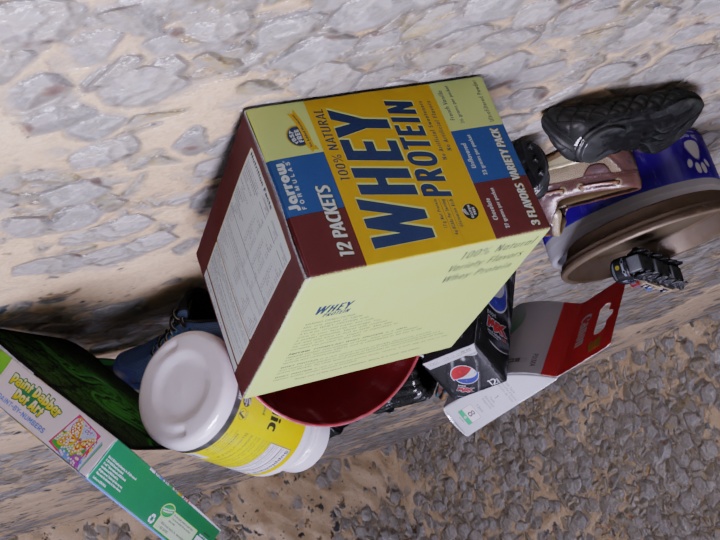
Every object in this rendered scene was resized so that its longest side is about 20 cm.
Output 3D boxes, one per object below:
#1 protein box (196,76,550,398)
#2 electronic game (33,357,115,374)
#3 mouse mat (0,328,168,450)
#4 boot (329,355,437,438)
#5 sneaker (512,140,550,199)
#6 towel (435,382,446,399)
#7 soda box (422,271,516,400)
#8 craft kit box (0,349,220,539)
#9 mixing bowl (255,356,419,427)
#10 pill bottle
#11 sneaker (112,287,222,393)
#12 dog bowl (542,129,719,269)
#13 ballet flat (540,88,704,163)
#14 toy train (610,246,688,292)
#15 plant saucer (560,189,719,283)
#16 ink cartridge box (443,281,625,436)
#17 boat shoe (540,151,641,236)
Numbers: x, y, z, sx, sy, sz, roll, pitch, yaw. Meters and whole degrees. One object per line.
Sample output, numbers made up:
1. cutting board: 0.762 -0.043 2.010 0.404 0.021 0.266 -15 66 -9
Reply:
1. protein box: 0.000 -0.023 0.874 0.196 0.137 0.201 -12 156 -25
2. electronic game: -0.256 0.132 1.242 0.196 0.042 0.200 10 -170 -2
3. mouse mat: -0.254 0.114 1.105 0.008 0.199 0.161 -56 161 3
4. boot: 0.017 0.108 1.419 0.156 0.213 0.080 -27 124 19
5. sneaker: 0.095 -0.054 1.087 0.198 0.067 0.090 -25 163 18
6. towel: 0.134 0.054 1.377 0.021 0.203 0.147 22 170 7
7. soda box: 0.120 0.036 1.226 0.070 0.202 0.063 -25 124 30
8. craft kit box: -0.242 0.166 1.035 0.049 0.196 0.201 -53 144 -18
9. mixing bowl: -0.048 0.032 1.042 0.197 0.204 0.108 -11 -173 -25
10. pill bottle: -0.114 0.138 1.121 0.110 0.113 0.199 -23 151 22
11. sneaker: -0.174 0.061 1.183 0.197 0.090 0.079 -23 -150 15
12. dog bowl: 0.287 -0.074 1.237 0.197 0.080 0.200 -17 167 -4
13. ballet flat: 0.241 -0.138 1.020 0.198 0.057 0.067 -13 140 -40
14. toy train: 0.300 0.004 1.193 0.045 0.035 0.199 -20 167 26
15. plant saucer: 0.295 -0.035 1.166 0.197 0.030 0.200 -16 167 -4
16. ink cartridge box: 0.188 0.076 1.231 0.199 0.050 0.161 -40 -172 32
17. boat shoe: 0.182 -0.067 1.135 0.197 0.073 0.072 -22 166 16
